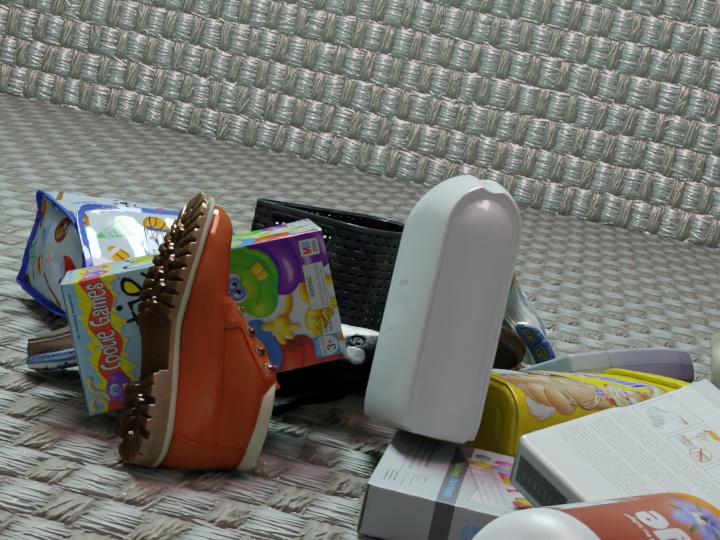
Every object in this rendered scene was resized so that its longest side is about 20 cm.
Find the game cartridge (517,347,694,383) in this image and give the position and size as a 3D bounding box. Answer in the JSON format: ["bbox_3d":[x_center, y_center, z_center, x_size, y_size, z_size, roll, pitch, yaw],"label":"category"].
[{"bbox_3d":[0.221,0.104,1.502,0.200,0.041,0.133,1,-20,-46],"label":"game cartridge"}]

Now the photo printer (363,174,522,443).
[{"bbox_3d":[0.063,0.026,1.224,0.069,0.201,0.166,14,-4,-10],"label":"photo printer"}]

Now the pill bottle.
[{"bbox_3d":[0.122,0.182,0.861,0.200,0.113,0.112,2,14,-44],"label":"pill bottle"}]

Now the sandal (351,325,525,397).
[{"bbox_3d":[0.058,0.089,1.383,0.200,0.055,0.082,-15,-37,34],"label":"sandal"}]

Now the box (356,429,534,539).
[{"bbox_3d":[0.108,0.171,1.130,0.199,0.041,0.156,14,10,8],"label":"box"}]

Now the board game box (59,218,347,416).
[{"bbox_3d":[-0.122,0.033,1.240,0.199,0.103,0.105,-13,7,-6],"label":"board game box"}]

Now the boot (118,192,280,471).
[{"bbox_3d":[-0.106,0.048,1.157,0.107,0.201,0.075,13,-11,-25],"label":"boot"}]

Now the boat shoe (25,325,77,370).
[{"bbox_3d":[-0.192,0.028,1.338,0.199,0.073,0.072,-19,3,-26],"label":"boat shoe"}]

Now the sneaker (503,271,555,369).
[{"bbox_3d":[0.135,0.033,1.620,0.075,0.201,0.088,-23,0,7],"label":"sneaker"}]

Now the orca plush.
[{"bbox_3d":[-0.072,0.085,1.336,0.199,0.105,0.071,10,43,10],"label":"orca plush"}]

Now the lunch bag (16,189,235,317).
[{"bbox_3d":[-0.212,-0.003,1.514,0.169,0.124,0.200,7,13,-28],"label":"lunch bag"}]

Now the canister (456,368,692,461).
[{"bbox_3d":[0.171,0.126,1.308,0.199,0.087,0.148,5,3,-28],"label":"canister"}]

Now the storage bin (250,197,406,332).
[{"bbox_3d":[0.000,0.000,1.443,0.135,0.094,0.200,17,7,35],"label":"storage bin"}]

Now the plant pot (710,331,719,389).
[{"bbox_3d":[0.413,0.113,1.472,0.173,0.201,0.200,-3,6,13],"label":"plant pot"}]

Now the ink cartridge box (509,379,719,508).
[{"bbox_3d":[0.226,0.159,1.050,0.173,0.044,0.200,-12,37,-32],"label":"ink cartridge box"}]

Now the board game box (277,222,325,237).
[{"bbox_3d":[-0.034,0.026,1.612,0.199,0.045,0.135,16,41,24],"label":"board game box"}]
